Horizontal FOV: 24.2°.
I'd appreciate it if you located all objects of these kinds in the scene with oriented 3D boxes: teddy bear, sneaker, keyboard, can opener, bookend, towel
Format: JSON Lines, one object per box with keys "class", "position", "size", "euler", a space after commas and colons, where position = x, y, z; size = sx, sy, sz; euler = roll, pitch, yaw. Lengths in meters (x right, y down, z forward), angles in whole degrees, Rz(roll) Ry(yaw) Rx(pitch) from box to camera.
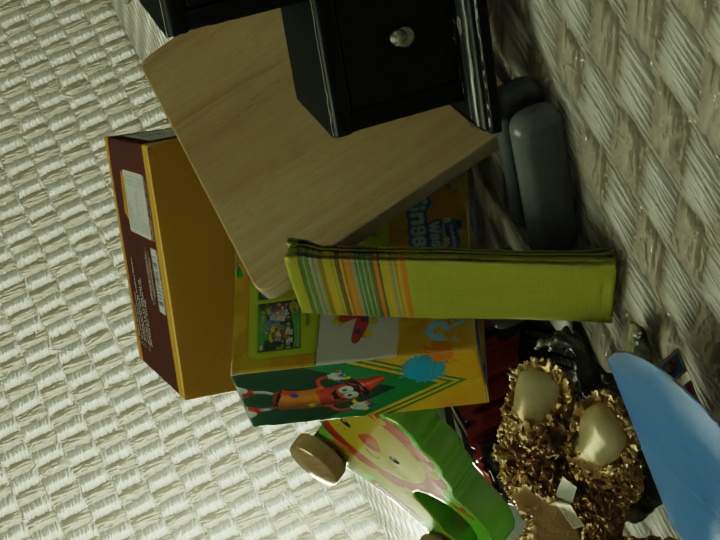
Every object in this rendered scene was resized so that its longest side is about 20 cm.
{"class": "teddy bear", "position": [0.140, 0.140, 1.056], "size": [0.144, 0.067, 0.201], "euler": [7, 125, 44]}
{"class": "sneaker", "position": [0.090, 0.077, 1.269], "size": [0.098, 0.070, 0.202], "euler": [-176, 66, -78]}
{"class": "keyboard", "position": [0.146, 0.085, 1.239], "size": [0.200, 0.020, 0.128], "euler": [-166, 51, -81]}
{"class": "can opener", "position": [0.103, -0.028, 1.034], "size": [0.201, 0.066, 0.053], "euler": [80, 164, -47]}
{"class": "bookend", "position": [-0.038, -0.158, 0.937], "size": [0.092, 0.198, 0.200], "euler": [-129, 27, -60]}
{"class": "towel", "position": [0.056, 0.007, 1.026], "size": [0.086, 0.198, 0.018], "euler": [77, -164, -65]}

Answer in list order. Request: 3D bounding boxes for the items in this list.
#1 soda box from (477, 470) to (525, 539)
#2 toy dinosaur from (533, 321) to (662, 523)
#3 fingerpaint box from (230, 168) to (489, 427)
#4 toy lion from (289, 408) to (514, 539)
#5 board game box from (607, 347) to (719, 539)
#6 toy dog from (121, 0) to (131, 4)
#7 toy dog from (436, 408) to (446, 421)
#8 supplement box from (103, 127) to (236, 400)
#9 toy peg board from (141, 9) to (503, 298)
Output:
{"class": "soda box", "position": [0.153, 0.241, 1.495], "size": [0.201, 0.068, 0.063], "euler": [67, 172, -10]}
{"class": "toy dinosaur", "position": [0.157, 0.074, 1.046], "size": [0.088, 0.047, 0.201], "euler": [39, 157, 38]}
{"class": "fingerpaint box", "position": [0.000, 0.000, 1.166], "size": [0.074, 0.165, 0.201], "euler": [74, -169, -52]}
{"class": "toy lion", "position": [0.032, 0.137, 1.236], "size": [0.200, 0.069, 0.192], "euler": [39, 159, 1]}
{"class": "board game box", "position": [0.207, 0.120, 0.897], "size": [0.158, 0.039, 0.201], "euler": [44, 163, 56]}
{"class": "toy dog", "position": [-0.079, -0.201, 1.258], "size": [0.140, 0.193, 0.200], "euler": [48, 160, 21]}
{"class": "toy dog", "position": [0.069, 0.087, 1.368], "size": [0.199, 0.097, 0.132], "euler": [30, 172, -30]}
{"class": "supplement box", "position": [-0.114, -0.018, 1.359], "size": [0.200, 0.132, 0.199], "euler": [-160, 61, -71]}
{"class": "toy peg board", "position": [-0.009, -0.103, 1.122], "size": [0.200, 0.199, 0.098], "euler": [60, -171, 26]}
